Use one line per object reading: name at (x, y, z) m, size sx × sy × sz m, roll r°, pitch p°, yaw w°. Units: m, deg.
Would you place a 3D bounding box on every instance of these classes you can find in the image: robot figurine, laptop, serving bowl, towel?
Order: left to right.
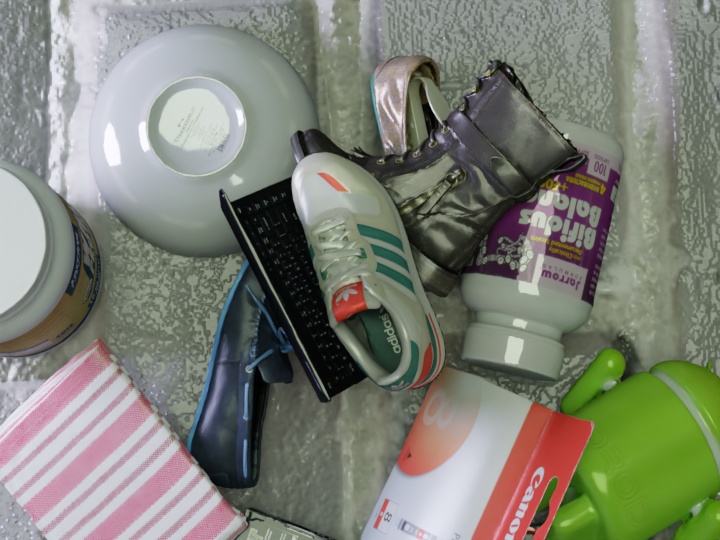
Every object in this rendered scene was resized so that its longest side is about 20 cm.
towel at (-0.201, 0.175, 1.419) m, size 0.146 × 0.030 × 0.200 m, roll -41°, pitch 86°, yaw 17°
serving bowl at (-0.134, -0.114, 1.455) m, size 0.198 × 0.066 × 0.202 m, roll 0°, pitch 83°, yaw 0°
laptop at (-0.025, 0.002, 1.364) m, size 0.199 × 0.103 × 0.178 m, roll -25°, pitch 88°, yaw -42°
robot figurine at (0.223, 0.148, 1.379) m, size 0.199 × 0.116 × 0.176 m, roll -29°, pitch 63°, yaw -12°

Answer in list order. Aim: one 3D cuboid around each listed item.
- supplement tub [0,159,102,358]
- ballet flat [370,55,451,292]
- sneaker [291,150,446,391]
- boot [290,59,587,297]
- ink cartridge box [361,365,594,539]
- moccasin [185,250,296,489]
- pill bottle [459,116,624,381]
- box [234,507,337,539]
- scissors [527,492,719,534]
supplement tub at (-0.289, -0.008, 1.377) m, size 0.143 × 0.200 × 0.146 m, roll 0°, pitch 83°, yaw 1°
ballet flat at (0.053, -0.085, 1.440) m, size 0.067 × 0.068 × 0.202 m, roll -16°, pitch 82°, yaw 36°
sneaker at (0.000, 0.001, 1.313) m, size 0.070 × 0.093 × 0.201 m, roll -25°, pitch 87°, yaw 17°
boot at (0.061, -0.096, 1.376) m, size 0.200 × 0.069 × 0.174 m, roll 42°, pitch 102°, yaw 12°
ink cartridge box at (0.086, 0.168, 1.351) m, size 0.050 × 0.200 × 0.163 m, roll 27°, pitch 84°, yaw -20°
moccasin at (-0.083, 0.081, 1.428) m, size 0.068 × 0.080 × 0.202 m, roll 15°, pitch 95°, yaw 19°
pill bottle at (0.143, -0.016, 1.414) m, size 0.111 × 0.112 × 0.202 m, roll 12°, pitch 83°, yaw 3°
box at (-0.054, 0.315, 1.410) m, size 0.159 × 0.044 × 0.201 m, roll 19°, pitch 84°, yaw 4°
scissors at (0.212, 0.171, 1.437) m, size 0.198 × 0.014 × 0.074 m, roll -9°, pitch 81°, yaw 2°
